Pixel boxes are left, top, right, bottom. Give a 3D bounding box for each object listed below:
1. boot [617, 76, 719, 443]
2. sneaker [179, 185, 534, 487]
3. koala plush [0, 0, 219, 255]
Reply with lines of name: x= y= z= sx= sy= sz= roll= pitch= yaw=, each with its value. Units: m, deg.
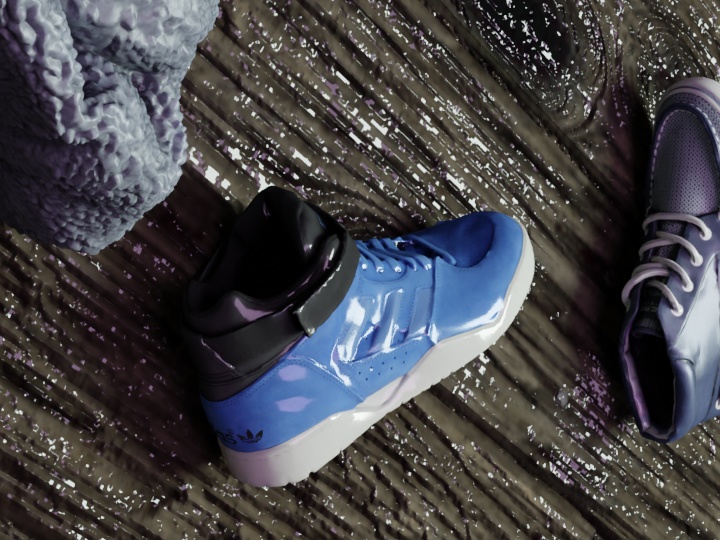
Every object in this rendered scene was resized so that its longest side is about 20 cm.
boot: x=0.188 y=-0.004 z=0.856 sx=0.090 sy=0.072 sz=0.202 roll=-23 pitch=108 yaw=-43
sneaker: x=0.001 y=0.000 z=0.697 sx=0.199 sy=0.076 sz=0.112 roll=-35 pitch=123 yaw=-26
koala plush: x=-0.092 y=-0.132 z=0.564 sx=0.200 sy=0.176 sz=0.185 roll=-49 pitch=132 yaw=-28
